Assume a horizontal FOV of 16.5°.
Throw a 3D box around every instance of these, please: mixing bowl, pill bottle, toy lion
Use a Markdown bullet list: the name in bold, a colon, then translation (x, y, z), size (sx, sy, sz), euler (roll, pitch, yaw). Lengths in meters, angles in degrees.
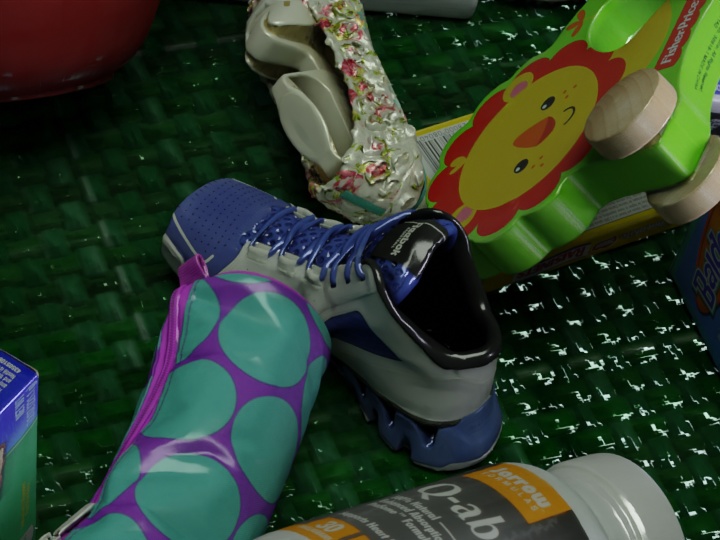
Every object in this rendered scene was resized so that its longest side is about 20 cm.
- **mixing bowl**: translation (-0.182, -0.149, 1.301), size (0.199, 0.109, 0.200), euler (-6, 14, 2)
- **pill bottle**: translation (0.045, 0.151, 1.121), size (0.200, 0.117, 0.116), euler (-15, 56, -34)
- **toy lion**: translation (0.119, -0.085, 1.263), size (0.069, 0.191, 0.200), euler (43, 58, -24)

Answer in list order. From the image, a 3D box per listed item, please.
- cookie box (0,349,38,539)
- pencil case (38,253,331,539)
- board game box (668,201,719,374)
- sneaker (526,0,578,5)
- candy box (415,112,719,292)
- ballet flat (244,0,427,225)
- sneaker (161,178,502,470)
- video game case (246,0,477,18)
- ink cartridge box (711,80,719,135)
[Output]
- **cookie box**: translation (-0.223, 0.139, 1.046), size (0.075, 0.171, 0.200), euler (29, 52, 16)
- **pencil case**: translation (-0.084, 0.093, 1.167), size (0.092, 0.085, 0.200), euler (39, 48, -17)
- **board game box**: translation (0.230, 0.028, 1.245), size (0.045, 0.152, 0.200), euler (-9, 55, -19)
- **sneaker**: translation (0.162, -0.222, 1.470), size (0.200, 0.090, 0.070), euler (-13, 56, -22)
- **candy box**: translation (0.110, -0.053, 1.364), size (0.200, 0.026, 0.102), euler (-18, 60, -24)
- **ballet flat**: translation (-0.025, -0.105, 1.331), size (0.064, 0.076, 0.200), euler (11, 37, -40)
- **sneaker**: translation (0.001, 0.000, 1.241), size (0.199, 0.115, 0.081), euler (36, 52, 17)
- **video game case**: translation (-0.036, -0.228, 1.478), size (0.199, 0.023, 0.183), euler (4, 51, -10)
- **ink cartridge box**: translation (0.233, -0.169, 1.422), size (0.197, 0.047, 0.201), euler (5, 64, -21)
